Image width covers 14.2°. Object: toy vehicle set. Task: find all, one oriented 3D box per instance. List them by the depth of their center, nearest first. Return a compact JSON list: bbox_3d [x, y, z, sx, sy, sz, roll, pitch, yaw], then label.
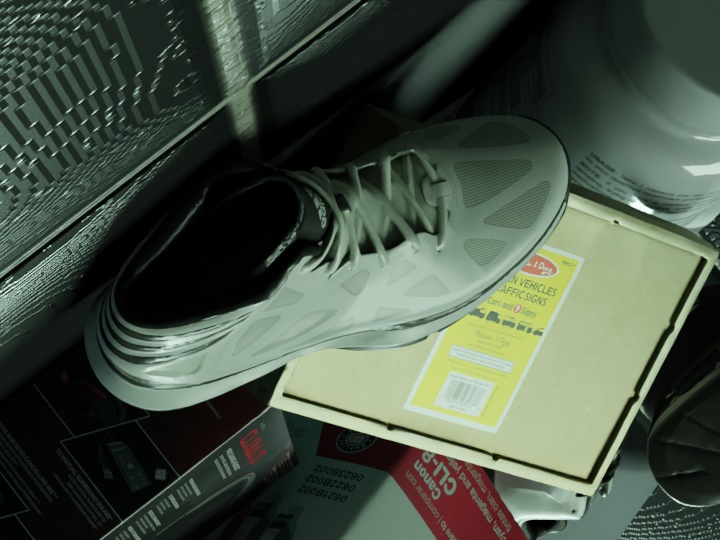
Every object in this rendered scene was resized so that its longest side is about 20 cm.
[{"bbox_3d":[0.052,0.017,1.211,0.200,0.027,0.124,19,102,-41],"label":"toy vehicle set"}]

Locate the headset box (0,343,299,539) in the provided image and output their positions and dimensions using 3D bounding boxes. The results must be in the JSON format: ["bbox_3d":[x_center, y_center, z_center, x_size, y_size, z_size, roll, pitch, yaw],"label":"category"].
[{"bbox_3d":[-0.112,0.091,1.252,0.200,0.075,0.149,-38,168,-8],"label":"headset box"}]

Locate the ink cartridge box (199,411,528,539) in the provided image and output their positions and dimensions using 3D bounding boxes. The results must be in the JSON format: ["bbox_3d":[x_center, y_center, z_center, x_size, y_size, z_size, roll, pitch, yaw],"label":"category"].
[{"bbox_3d":[-0.035,0.173,1.356,0.145,0.145,0.200,6,-132,45],"label":"ink cartridge box"}]

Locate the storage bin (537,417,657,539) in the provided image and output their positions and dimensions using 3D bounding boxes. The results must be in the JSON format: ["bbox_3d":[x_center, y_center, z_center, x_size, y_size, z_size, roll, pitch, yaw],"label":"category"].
[{"bbox_3d":[0.072,0.093,1.670,0.134,0.200,0.146,10,122,-42],"label":"storage bin"}]

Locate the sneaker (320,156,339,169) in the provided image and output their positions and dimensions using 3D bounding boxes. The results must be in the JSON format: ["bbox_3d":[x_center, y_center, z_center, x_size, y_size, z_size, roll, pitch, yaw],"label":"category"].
[{"bbox_3d":[0.000,0.000,1.294,0.077,0.080,0.200,-39,176,11],"label":"sneaker"}]

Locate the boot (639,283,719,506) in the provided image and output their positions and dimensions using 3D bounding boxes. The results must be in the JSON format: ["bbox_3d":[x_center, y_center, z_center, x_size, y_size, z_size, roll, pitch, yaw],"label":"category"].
[{"bbox_3d":[0.222,0.034,1.474,0.200,0.073,0.151,-38,-169,4],"label":"boot"}]

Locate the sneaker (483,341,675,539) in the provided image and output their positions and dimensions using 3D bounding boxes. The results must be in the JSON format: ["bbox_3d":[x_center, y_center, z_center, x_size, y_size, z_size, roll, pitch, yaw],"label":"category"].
[{"bbox_3d":[0.113,0.076,1.470,0.074,0.080,0.200,-25,166,-30],"label":"sneaker"}]

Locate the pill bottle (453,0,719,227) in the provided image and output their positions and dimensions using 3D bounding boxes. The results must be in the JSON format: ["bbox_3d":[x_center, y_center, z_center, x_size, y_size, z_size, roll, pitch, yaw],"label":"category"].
[{"bbox_3d":[0.123,-0.075,1.288,0.113,0.113,0.200,-36,175,-29],"label":"pill bottle"}]

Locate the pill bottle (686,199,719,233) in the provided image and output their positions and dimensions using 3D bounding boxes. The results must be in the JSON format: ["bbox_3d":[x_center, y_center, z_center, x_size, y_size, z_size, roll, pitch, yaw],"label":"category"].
[{"bbox_3d":[0.150,-0.053,1.748,0.200,0.114,0.114,-41,175,36],"label":"pill bottle"}]

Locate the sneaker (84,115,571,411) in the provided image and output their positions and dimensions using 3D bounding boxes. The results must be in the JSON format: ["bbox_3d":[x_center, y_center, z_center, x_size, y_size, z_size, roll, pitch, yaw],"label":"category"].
[{"bbox_3d":[-0.002,-0.011,1.059,0.200,0.076,0.115,-25,172,-14],"label":"sneaker"}]
